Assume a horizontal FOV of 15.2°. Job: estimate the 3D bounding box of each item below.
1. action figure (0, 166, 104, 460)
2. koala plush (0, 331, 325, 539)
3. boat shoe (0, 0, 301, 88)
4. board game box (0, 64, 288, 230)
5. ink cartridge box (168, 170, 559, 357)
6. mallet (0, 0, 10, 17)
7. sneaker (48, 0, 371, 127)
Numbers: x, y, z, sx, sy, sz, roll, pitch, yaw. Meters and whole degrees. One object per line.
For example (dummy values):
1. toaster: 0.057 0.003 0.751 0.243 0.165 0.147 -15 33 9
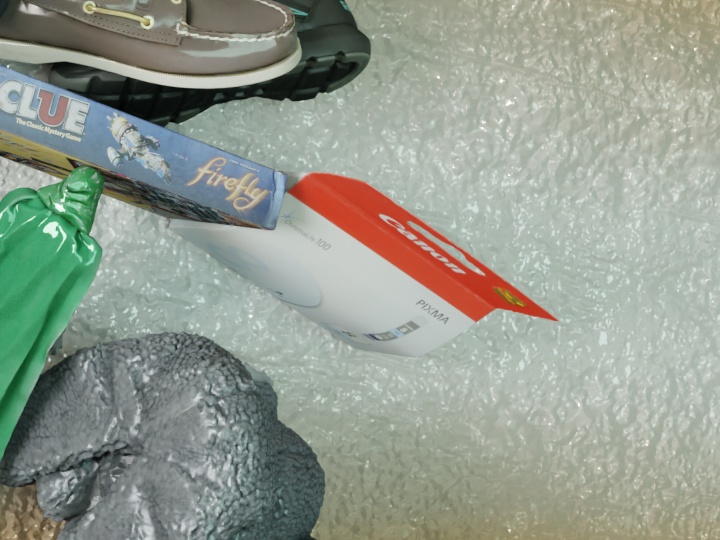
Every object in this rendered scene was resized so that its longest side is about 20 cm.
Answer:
1. action figure: -0.199 0.022 1.493 0.118 0.055 0.200 40 112 6
2. koala plush: -0.088 0.126 1.569 0.200 0.183 0.178 17 44 -56
3. boat shoe: -0.131 -0.150 1.526 0.199 0.072 0.060 7 124 1
4. board game box: -0.157 -0.072 1.526 0.199 0.135 0.035 20 84 -32
5. ink cartridge box: 0.000 0.000 1.591 0.160 0.200 0.047 35 77 -29
6. mallet: -0.252 -0.109 1.432 0.041 0.065 0.200 91 19 -46
7. sneaker: -0.095 -0.136 1.608 0.199 0.075 0.080 -10 71 -24
